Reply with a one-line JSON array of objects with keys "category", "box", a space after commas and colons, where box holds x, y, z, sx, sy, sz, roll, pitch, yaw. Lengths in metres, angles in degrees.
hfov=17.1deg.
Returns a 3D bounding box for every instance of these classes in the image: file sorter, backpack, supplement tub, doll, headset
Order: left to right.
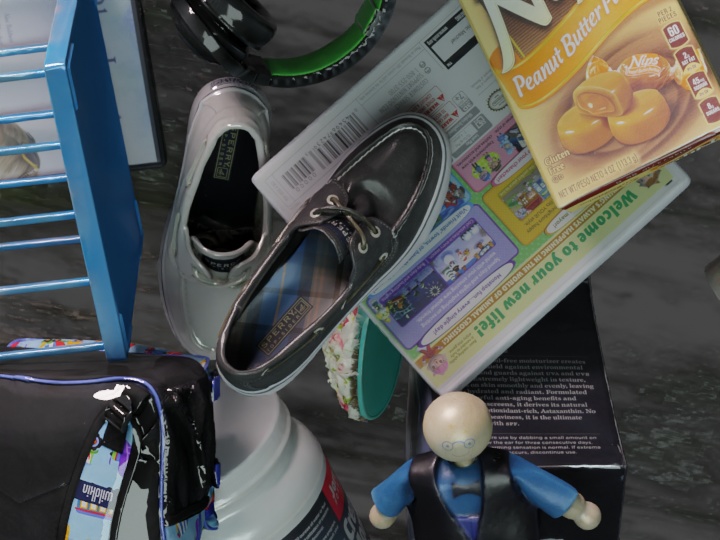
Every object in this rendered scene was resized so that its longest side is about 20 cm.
[{"category": "file sorter", "box": [-0.208, -0.061, 1.428, 0.122, 0.139, 0.201, -6, 123, 4]}, {"category": "backpack", "box": [-0.173, 0.151, 1.456, 0.182, 0.134, 0.201, 1, 99, 20]}, {"category": "headset", "box": [-0.075, -0.185, 1.435, 0.199, 0.094, 0.124, 15, 116, -31]}, {"category": "supplement tub", "box": [-0.070, 0.184, 1.606, 0.140, 0.141, 0.200, -21, 121, 9]}, {"category": "doll", "box": [0.073, 0.152, 1.399, 0.136, 0.049, 0.201, -5, 123, 14]}]

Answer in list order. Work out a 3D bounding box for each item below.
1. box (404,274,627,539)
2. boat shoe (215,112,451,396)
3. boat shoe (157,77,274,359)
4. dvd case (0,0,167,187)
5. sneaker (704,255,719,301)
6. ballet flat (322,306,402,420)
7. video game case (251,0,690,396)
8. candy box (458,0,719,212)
[{"category": "box", "box": [0.092, 0.131, 1.541, 0.123, 0.199, 0.201, 0, 128, -2]}, {"category": "boat shoe", "box": [-0.019, -0.012, 1.411, 0.070, 0.066, 0.200, 42, 89, 9]}, {"category": "boat shoe", "box": [-0.087, -0.021, 1.523, 0.072, 0.066, 0.201, 8, 120, -9]}, {"category": "dvd case", "box": [-0.227, -0.116, 1.482, 0.199, 0.018, 0.143, -7, 121, 0]}, {"category": "sneaker", "box": [0.322, 0.039, 1.586, 0.200, 0.071, 0.080, 38, 116, -22]}, {"category": "ballet flat", "box": [0.000, 0.000, 1.550, 0.064, 0.076, 0.201, 23, 120, 28]}, {"category": "video game case", "box": [0.066, -0.054, 1.452, 0.200, 0.022, 0.182, -42, 80, 0]}, {"category": "candy box", "box": [0.128, -0.148, 1.407, 0.115, 0.055, 0.201, -26, 84, 11]}]
